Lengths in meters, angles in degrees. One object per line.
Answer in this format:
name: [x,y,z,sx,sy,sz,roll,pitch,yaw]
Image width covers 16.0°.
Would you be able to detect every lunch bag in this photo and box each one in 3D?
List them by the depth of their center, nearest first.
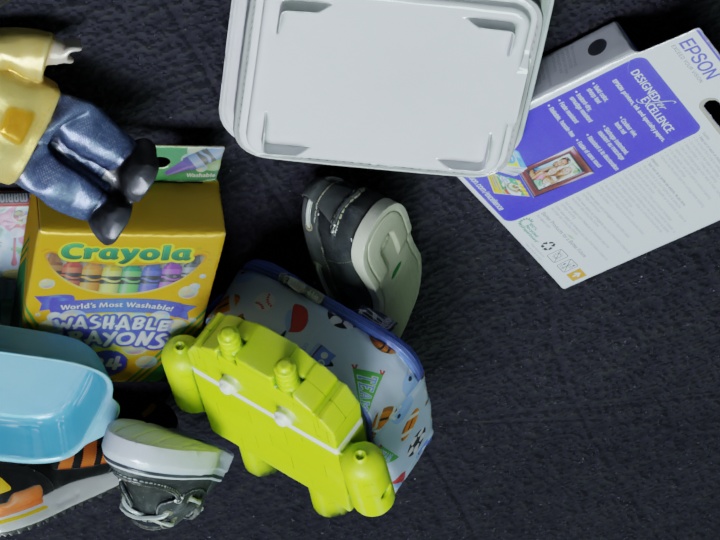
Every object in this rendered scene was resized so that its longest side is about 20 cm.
lunch bag: [-0.031,0.074,1.793,0.160,0.076,0.200,30,159,19]

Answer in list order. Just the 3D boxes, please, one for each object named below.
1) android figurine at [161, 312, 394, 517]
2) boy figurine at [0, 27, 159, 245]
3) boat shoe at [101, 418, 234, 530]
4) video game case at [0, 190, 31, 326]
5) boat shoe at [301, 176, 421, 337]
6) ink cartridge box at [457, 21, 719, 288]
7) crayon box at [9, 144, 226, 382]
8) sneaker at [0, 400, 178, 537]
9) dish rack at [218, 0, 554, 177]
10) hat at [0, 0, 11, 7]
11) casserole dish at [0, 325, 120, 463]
android figurine: [-0.055,0.098,1.720,0.182,0.041,0.200,30,158,20]
boy figurine: [-0.221,-0.099,1.581,0.200,0.064,0.124,32,101,-25]
boat shoe: [-0.135,0.148,1.781,0.072,0.071,0.200,20,178,15]
video game case: [-0.240,-0.004,1.753,0.199,0.017,0.143,-2,141,-11]
boat shoe: [0.000,0.000,1.790,0.067,0.072,0.200,23,156,19]
ink cartridge box: [0.178,-0.083,1.724,0.200,0.044,0.198,-23,140,21]
crayon box: [-0.164,-0.001,1.717,0.125,0.052,0.200,1,141,-14]
sneaker: [-0.212,0.118,1.841,0.070,0.090,0.200,1,-160,45]
dish rack: [0.015,-0.124,1.602,0.199,0.044,0.172,5,133,-6]
hat: [-0.263,-0.211,1.433,0.200,0.081,0.201,-13,145,-9]
casserole dish: [-0.261,0.077,1.724,0.199,0.039,0.121,10,139,-21]
